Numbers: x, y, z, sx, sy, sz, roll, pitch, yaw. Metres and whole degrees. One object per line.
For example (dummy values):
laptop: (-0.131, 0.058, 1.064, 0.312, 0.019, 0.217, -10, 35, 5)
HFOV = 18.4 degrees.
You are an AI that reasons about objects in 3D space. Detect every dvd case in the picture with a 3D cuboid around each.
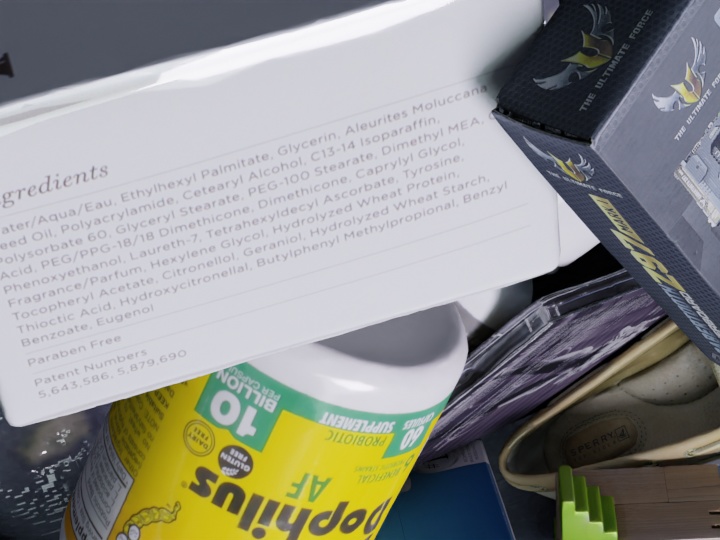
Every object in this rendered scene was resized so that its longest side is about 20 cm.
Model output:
dvd case: (0.085, 0.036, 0.986, 0.149, 0.016, 0.200, -42, 165, 36)

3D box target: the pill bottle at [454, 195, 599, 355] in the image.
pill bottle: (0.000, 0.000, 0.932, 0.200, 0.114, 0.114, -35, 136, 15)

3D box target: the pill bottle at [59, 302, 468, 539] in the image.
pill bottle: (-0.048, 0.083, 0.845, 0.112, 0.113, 0.200, 10, 121, -30)

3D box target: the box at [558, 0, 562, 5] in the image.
box: (0.127, -0.160, 0.791, 0.143, 0.036, 0.200, -45, 161, -10)

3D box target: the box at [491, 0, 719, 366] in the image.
box: (0.149, -0.081, 0.724, 0.200, 0.051, 0.158, -56, 133, -9)

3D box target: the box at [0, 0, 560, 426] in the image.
box: (-0.056, -0.082, 0.761, 0.199, 0.199, 0.131, -16, 134, -7)

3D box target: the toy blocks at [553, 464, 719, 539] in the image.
toy blocks: (0.162, 0.164, 1.044, 0.136, 0.100, 0.201, -3, 125, 3)

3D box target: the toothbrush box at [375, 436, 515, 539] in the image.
toothbrush box: (-0.023, 0.163, 0.999, 0.199, 0.147, 0.086, -14, 113, -2)

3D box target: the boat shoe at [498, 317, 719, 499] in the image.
boat shoe: (0.154, 0.053, 1.030, 0.200, 0.073, 0.063, -30, 158, 33)

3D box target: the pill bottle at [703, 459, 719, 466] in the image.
pill bottle: (0.182, 0.118, 1.125, 0.112, 0.112, 0.200, 9, 129, -28)
